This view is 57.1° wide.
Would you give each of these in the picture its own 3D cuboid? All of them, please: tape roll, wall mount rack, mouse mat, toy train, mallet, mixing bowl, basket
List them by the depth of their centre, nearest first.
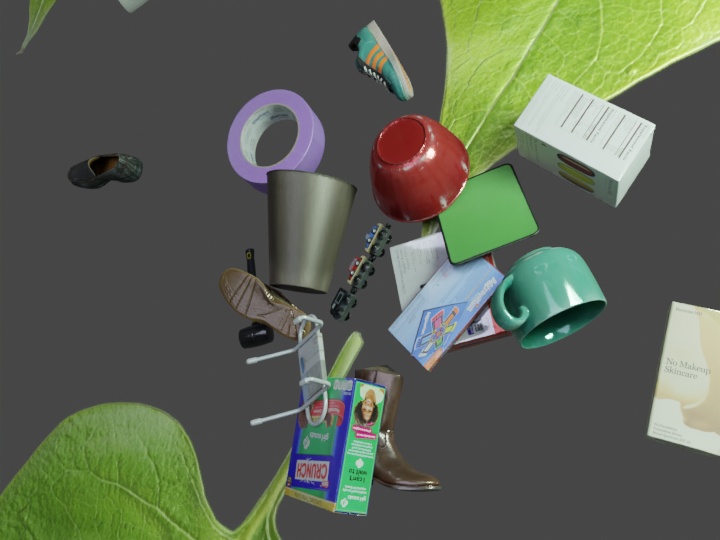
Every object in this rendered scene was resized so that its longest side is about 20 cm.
[{"bbox_3d":[-0.121,0.174,1.129,0.173,0.073,0.204,-43,44,37],"label":"wall mount rack"},{"bbox_3d":[0.211,-0.101,1.147,0.157,0.008,0.203,-21,41,12],"label":"mouse mat"},{"bbox_3d":[0.092,-0.204,1.197,0.195,0.109,0.206,-11,60,20],"label":"mixing bowl"},{"bbox_3d":[0.000,0.000,1.234,0.045,0.034,0.204,26,86,37],"label":"toy train"},{"bbox_3d":[-0.104,-0.066,1.235,0.175,0.136,0.207,10,82,-16],"label":"basket"},{"bbox_3d":[-0.219,0.055,1.299,0.064,0.041,0.205,-21,64,10],"label":"mallet"},{"bbox_3d":[-0.174,-0.263,1.357,0.194,0.066,0.207,-6,73,19],"label":"tape roll"}]

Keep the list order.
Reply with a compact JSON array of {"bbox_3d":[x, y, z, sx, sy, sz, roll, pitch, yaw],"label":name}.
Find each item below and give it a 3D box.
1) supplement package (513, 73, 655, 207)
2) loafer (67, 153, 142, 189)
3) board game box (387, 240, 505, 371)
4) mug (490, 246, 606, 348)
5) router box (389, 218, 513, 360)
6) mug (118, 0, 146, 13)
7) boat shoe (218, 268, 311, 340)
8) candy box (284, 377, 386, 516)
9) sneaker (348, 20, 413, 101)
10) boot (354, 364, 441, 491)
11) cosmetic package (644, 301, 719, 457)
[{"bbox_3d":[0.372,-0.217,1.110,0.198,0.114,0.111,35,87,26],"label":"supplement package"},{"bbox_3d":[-0.593,-0.235,1.502,0.194,0.072,0.075,-8,73,19],"label":"loafer"},{"bbox_3d":[0.145,0.058,1.113,0.103,0.019,0.201,42,92,27],"label":"board game box"},{"bbox_3d":[0.286,0.032,1.031,0.150,0.184,0.117,-32,62,19],"label":"mug"},{"bbox_3d":[0.155,0.035,1.154,0.175,0.049,0.206,-17,70,15],"label":"router box"},{"bbox_3d":[-0.533,-0.743,1.594,0.150,0.150,0.191,-24,74,3],"label":"mug"},{"bbox_3d":[-0.175,0.064,1.240,0.196,0.072,0.074,29,90,7],"label":"boat shoe"},{"bbox_3d":[-0.045,0.285,1.101,0.167,0.076,0.206,-11,67,54],"label":"candy box"},{"bbox_3d":[0.039,-0.402,1.319,0.079,0.071,0.204,-32,61,14],"label":"sneaker"},{"bbox_3d":[0.060,0.261,1.120,0.181,0.064,0.206,2,72,23],"label":"boot"},{"bbox_3d":[0.491,0.160,0.979,0.102,0.071,0.206,10,78,23],"label":"cosmetic package"}]
